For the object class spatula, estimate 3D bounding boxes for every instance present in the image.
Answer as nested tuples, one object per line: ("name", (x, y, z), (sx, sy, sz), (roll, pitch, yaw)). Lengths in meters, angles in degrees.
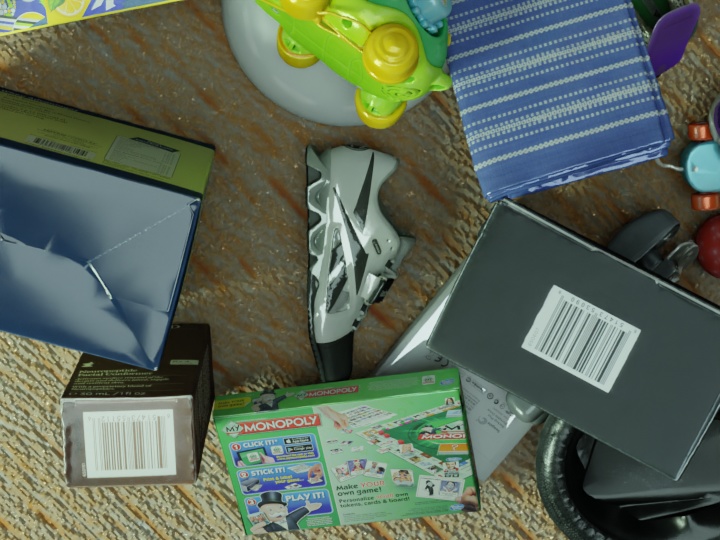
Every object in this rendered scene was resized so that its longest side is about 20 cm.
("spatula", (0.202, -0.134, 1.370), (0.056, 0.200, 0.021), (-26, 74, -35))

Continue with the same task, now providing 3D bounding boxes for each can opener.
("can opener", (0.188, 0.036, 1.436), (0.200, 0.053, 0.067), (-44, 70, 10))

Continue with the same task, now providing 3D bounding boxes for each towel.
("towel", (0.136, -0.157, 1.308), (0.144, 0.024, 0.201), (-16, 72, 10))

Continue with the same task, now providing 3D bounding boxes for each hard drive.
("hard drive", (0.114, 0.059, 1.470), (0.132, 0.027, 0.200), (38, 101, -10))

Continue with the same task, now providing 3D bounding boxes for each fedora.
("fedora", (0.241, 0.150, 1.462), (0.200, 0.092, 0.201), (1, 104, 3))

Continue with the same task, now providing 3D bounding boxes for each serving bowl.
("serving bowl", (-0.010, -0.205, 1.380), (0.199, 0.066, 0.201), (0, 105, -1))

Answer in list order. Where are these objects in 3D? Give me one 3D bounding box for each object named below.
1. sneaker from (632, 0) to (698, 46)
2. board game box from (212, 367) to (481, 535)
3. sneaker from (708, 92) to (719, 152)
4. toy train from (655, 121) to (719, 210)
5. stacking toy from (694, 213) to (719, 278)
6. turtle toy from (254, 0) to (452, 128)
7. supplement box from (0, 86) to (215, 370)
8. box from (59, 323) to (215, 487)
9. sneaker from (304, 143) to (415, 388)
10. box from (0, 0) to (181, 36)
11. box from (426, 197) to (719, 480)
("sneaker", (0.193, -0.245, 1.362), (0.077, 0.089, 0.200), (-41, 101, 9))
("board game box", (-0.009, 0.149, 1.456), (0.199, 0.029, 0.135), (-7, 125, 7))
("sneaker", (0.338, -0.057, 1.354), (0.081, 0.083, 0.200), (-44, 96, 8))
("toy train", (0.305, -0.143, 1.411), (0.200, 0.056, 0.150), (-45, 100, 6))
("stacking toy", (0.369, -0.025, 1.435), (0.199, 0.085, 0.086), (-4, 105, 7))
("turtle toy", (-0.010, -0.198, 1.287), (0.200, 0.146, 0.101), (38, 78, 4))
("supplement box", (-0.223, -0.039, 1.348), (0.199, 0.200, 0.135), (15, 104, -5))
("box", (-0.168, 0.101, 1.386), (0.100, 0.200, 0.075), (-2, 102, -1))
("sneaker", (0.000, 0.000, 1.428), (0.088, 0.074, 0.201), (1, 105, 1))
("box", (-0.184, -0.229, 1.346), (0.199, 0.064, 0.070), (-8, 105, 17))
("box", (0.170, 0.045, 1.306), (0.199, 0.197, 0.124), (28, 96, 8))
